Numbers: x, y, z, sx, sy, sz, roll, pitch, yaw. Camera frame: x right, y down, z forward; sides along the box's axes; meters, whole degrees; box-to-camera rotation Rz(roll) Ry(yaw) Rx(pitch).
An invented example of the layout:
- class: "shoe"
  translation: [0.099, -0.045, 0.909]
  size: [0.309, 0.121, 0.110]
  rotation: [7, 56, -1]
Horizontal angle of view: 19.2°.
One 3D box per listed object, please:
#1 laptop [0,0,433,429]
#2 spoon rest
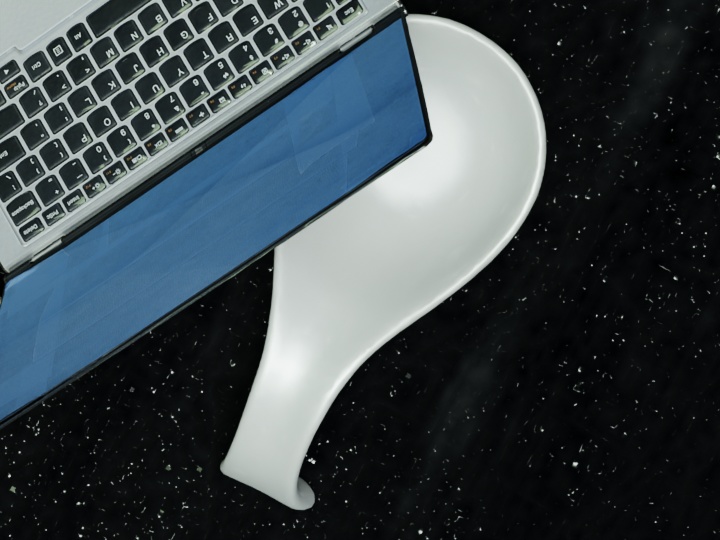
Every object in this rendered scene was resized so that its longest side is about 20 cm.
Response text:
- class: "laptop"
  translation: [-0.087, -0.072, 0.762]
  size: [0.187, 0.116, 0.200]
  rotation: [-33, 79, 11]
- class: "spoon rest"
  translation: [0.000, 0.000, 0.808]
  size: [0.099, 0.061, 0.200]
  rotation: [25, 100, 6]
